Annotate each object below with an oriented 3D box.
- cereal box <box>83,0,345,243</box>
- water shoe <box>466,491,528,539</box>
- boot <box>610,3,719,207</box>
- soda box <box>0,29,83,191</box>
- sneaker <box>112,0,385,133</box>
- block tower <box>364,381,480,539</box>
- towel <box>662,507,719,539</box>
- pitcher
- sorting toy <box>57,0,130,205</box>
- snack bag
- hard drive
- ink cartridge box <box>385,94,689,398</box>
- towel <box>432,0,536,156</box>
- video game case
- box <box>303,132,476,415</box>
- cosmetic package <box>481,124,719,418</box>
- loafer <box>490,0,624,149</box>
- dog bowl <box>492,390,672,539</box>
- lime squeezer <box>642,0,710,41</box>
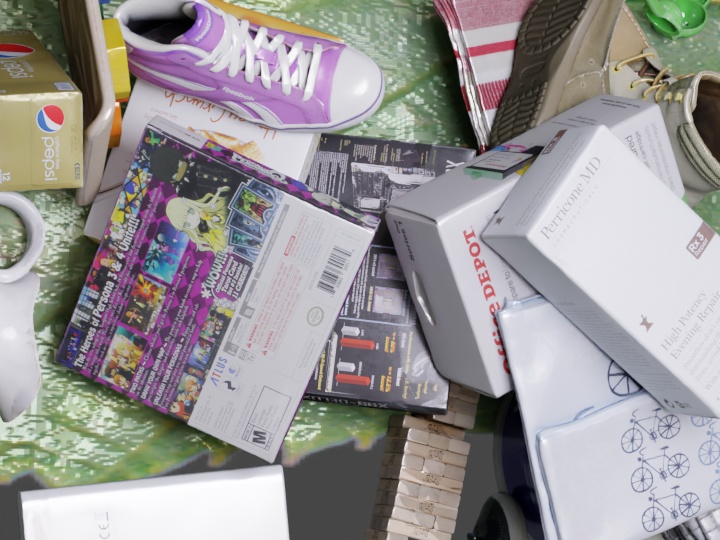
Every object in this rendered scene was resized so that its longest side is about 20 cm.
[{"bbox_3d":[-0.107,-0.096,1.619,0.143,0.040,0.201,17,82,7],"label":"cereal box"},{"bbox_3d":[0.073,0.263,1.662,0.078,0.071,0.202,15,80,-15],"label":"water shoe"},{"bbox_3d":[0.237,-0.145,1.707,0.072,0.155,0.201,-24,90,-17],"label":"boot"},{"bbox_3d":[-0.242,-0.114,1.518,0.063,0.200,0.068,-4,109,-17],"label":"soda box"},{"bbox_3d":[-0.082,-0.150,1.548,0.199,0.114,0.073,9,80,4],"label":"sneaker"},{"bbox_3d":[0.055,0.117,1.677,0.057,0.054,0.202,16,81,-15],"label":"block tower"},{"bbox_3d":[0.266,0.103,1.653,0.165,0.086,0.201,-35,98,-16],"label":"towel"},{"bbox_3d":[-0.320,0.002,1.540,0.199,0.121,0.173,19,60,-27],"label":"pitcher"},{"bbox_3d":[-0.189,-0.165,1.535,0.036,0.185,0.202,-4,76,-11],"label":"sorting toy"},{"bbox_3d":[0.198,0.092,1.555,0.187,0.021,0.202,-18,102,-22],"label":"snack bag"},{"bbox_3d":[-0.150,0.220,1.614,0.198,0.025,0.133,-4,87,-19],"label":"hard drive"},{"bbox_3d":[0.136,-0.019,1.573,0.199,0.084,0.146,-27,110,-20],"label":"ink cartridge box"},{"bbox_3d":[0.127,-0.130,1.708,0.144,0.023,0.202,-17,92,-52],"label":"towel"},{"bbox_3d":[-0.105,0.015,1.568,0.180,0.036,0.201,24,111,1],"label":"video game case"},{"bbox_3d":[0.000,0.000,1.640,0.156,0.050,0.202,6,81,4],"label":"box"},{"bbox_3d":[0.192,0.002,1.502,0.200,0.074,0.102,41,75,-19],"label":"cosmetic package"},{"bbox_3d":[0.158,-0.152,1.676,0.067,0.076,0.201,43,59,-30],"label":"loafer"},{"bbox_3d":[0.209,0.143,1.714,0.198,0.079,0.202,2,84,-19],"label":"dog bowl"},{"bbox_3d":[0.261,-0.216,1.757,0.038,0.071,0.199,50,34,16],"label":"lime squeezer"}]
